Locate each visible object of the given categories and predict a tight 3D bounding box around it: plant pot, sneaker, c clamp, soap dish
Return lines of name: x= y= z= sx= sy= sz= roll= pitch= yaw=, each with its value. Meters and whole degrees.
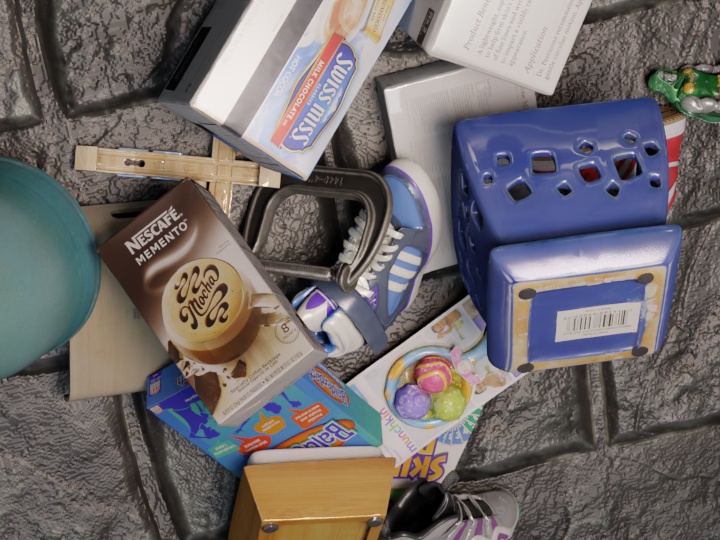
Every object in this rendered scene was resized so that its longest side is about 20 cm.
plant pot: x=0.193 y=-0.022 z=1.417 sx=0.198 sy=0.181 sz=0.201 roll=-7 pitch=142 yaw=-2
sneaker: x=0.000 y=0.000 z=1.485 sx=0.146 sy=0.080 sz=0.201 roll=-34 pitch=149 yaw=-36
sneaker: x=0.098 y=0.255 z=1.617 sx=0.199 sy=0.078 sz=0.141 roll=-26 pitch=139 yaw=-33
plant pot: x=-0.359 y=0.017 z=1.373 sx=0.198 sy=0.188 sz=0.202 roll=4 pitch=109 yaw=11
sneaker: x=0.248 y=-0.092 z=1.541 sx=0.199 sy=0.071 sz=0.113 roll=-16 pitch=117 yaw=-29
c clamp: x=-0.057 y=-0.022 z=1.472 sx=0.027 sy=0.199 sz=0.172 roll=33 pitch=64 yaw=-49
soap dish: x=-0.053 y=0.263 z=1.584 sx=0.156 sy=0.082 sz=0.201 roll=-1 pitch=144 yaw=-13

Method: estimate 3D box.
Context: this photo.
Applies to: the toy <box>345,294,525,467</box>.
toy: x=0.087 y=0.116 z=1.594 sx=0.199 sy=0.047 sz=0.115 roll=-37 pitch=111 yaw=2

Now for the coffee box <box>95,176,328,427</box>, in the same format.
coffee box: x=-0.136 y=0.030 z=1.408 sx=0.113 sy=0.080 sz=0.201 roll=-38 pitch=79 yaw=3

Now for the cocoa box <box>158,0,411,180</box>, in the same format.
cocoa box: x=-0.069 y=-0.202 z=1.395 sx=0.131 sy=0.133 sz=0.201 roll=32 pitch=87 yaw=-21

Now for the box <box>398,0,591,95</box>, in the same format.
box: x=0.126 y=-0.291 z=1.388 sx=0.130 sy=0.200 sz=0.200 roll=17 pitch=107 yaw=-20

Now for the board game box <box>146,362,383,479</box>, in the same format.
board game box: x=-0.094 y=0.142 z=1.540 sx=0.151 sy=0.045 sz=0.200 roll=-29 pitch=132 yaw=22

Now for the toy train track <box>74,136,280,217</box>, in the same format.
toy train track: x=-0.175 y=-0.100 z=1.472 sx=0.198 sy=0.033 sz=0.116 roll=5 pitch=90 yaw=-6

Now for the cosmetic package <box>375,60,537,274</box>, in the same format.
cosmetic package: x=0.107 y=-0.112 z=1.534 sx=0.149 sy=0.052 sz=0.202 roll=-14 pitch=113 yaw=-5

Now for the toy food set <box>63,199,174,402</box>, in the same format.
toy food set: x=-0.226 y=0.031 z=1.521 sx=0.142 sy=0.060 sz=0.202 roll=-6 pitch=114 yaw=-22

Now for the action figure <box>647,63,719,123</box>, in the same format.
action figure: x=0.389 y=-0.179 z=1.551 sx=0.198 sy=0.119 sz=0.055 roll=5 pitch=137 yaw=-2

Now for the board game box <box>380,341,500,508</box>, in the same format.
board game box: x=0.069 y=0.174 z=1.652 sx=0.095 sy=0.030 sz=0.201 roll=18 pitch=108 yaw=-18
